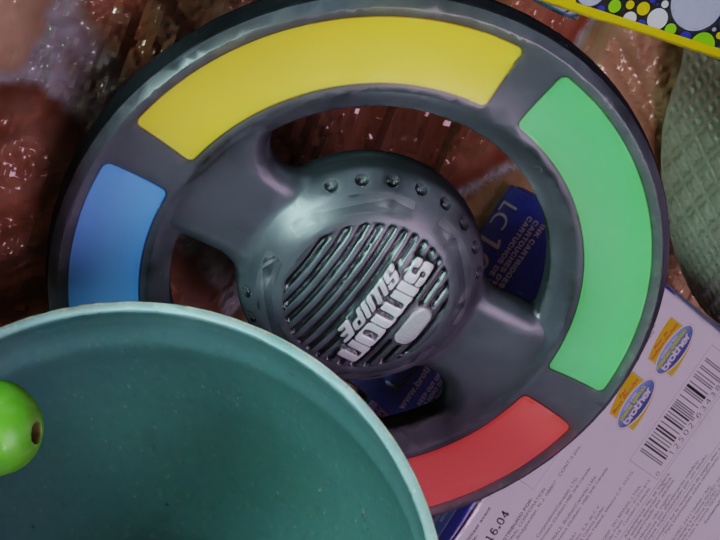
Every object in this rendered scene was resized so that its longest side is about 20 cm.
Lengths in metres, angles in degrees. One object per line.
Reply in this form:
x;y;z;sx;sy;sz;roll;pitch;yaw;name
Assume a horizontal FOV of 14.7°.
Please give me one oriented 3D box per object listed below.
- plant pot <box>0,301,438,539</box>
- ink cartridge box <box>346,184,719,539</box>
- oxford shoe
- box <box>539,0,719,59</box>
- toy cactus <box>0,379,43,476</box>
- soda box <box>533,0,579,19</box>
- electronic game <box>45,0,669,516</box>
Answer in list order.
-0.065;0.127;0.852;0.200;0.200;0.134;-44;159;-10;plant pot
0.075;0.063;1.014;0.137;0.076;0.200;-55;138;0;ink cartridge box
0.148;-0.070;0.999;0.057;0.075;0.201;-17;121;-31;oxford shoe
0.050;-0.116;0.800;0.199;0.064;0.070;13;105;-35;box
-0.190;0.073;0.767;0.199;0.102;0.166;-2;99;-25;toy cactus
0.077;-0.185;0.866;0.063;0.068;0.201;21;101;-39;soda box
0.000;0.000;0.884;0.199;0.042;0.201;-4;123;-6;electronic game
